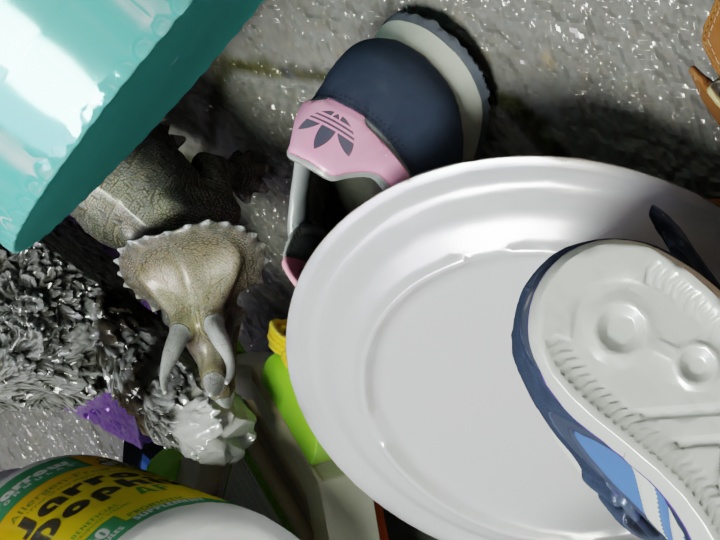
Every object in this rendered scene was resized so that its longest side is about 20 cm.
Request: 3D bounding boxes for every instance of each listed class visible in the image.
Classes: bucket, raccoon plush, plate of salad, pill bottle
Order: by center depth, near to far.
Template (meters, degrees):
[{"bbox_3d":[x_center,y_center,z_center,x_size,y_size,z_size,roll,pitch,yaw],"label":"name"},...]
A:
[{"bbox_3d":[-0.112,-0.113,0.948,0.135,0.207,0.207,41,146,1],"label":"bucket"},{"bbox_3d":[0.073,0.032,0.987,0.200,0.048,0.200,7,132,8],"label":"plate of salad"},{"bbox_3d":[-0.099,0.133,1.093,0.200,0.113,0.113,10,132,62],"label":"pill bottle"},{"bbox_3d":[-0.149,0.050,1.102,0.097,0.134,0.200,32,-171,-45],"label":"raccoon plush"}]

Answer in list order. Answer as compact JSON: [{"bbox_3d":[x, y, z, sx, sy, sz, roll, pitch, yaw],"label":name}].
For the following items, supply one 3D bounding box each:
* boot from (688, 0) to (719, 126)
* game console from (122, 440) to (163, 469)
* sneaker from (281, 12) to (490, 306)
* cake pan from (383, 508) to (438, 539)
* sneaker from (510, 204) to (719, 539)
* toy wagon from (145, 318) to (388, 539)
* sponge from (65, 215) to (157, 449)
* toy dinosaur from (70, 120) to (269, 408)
[{"bbox_3d":[0.157,-0.004,0.867,0.155,0.077,0.200,43,156,20],"label":"boot"},{"bbox_3d":[-0.079,0.200,1.292,0.118,0.171,0.200,12,139,4],"label":"game console"},{"bbox_3d":[0.000,0.000,1.031,0.070,0.082,0.200,27,141,29],"label":"sneaker"},{"bbox_3d":[0.058,0.155,1.145,0.200,0.037,0.200,29,141,27],"label":"cake pan"},{"bbox_3d":[0.128,0.070,0.878,0.200,0.081,0.146,46,179,7],"label":"sneaker"},{"bbox_3d":[-0.030,0.096,1.113,0.155,0.040,0.200,57,146,34],"label":"toy wagon"},{"bbox_3d":[-0.142,-0.017,1.219,0.111,0.030,0.200,24,139,31],"label":"sponge"},{"bbox_3d":[-0.095,-0.037,1.066,0.200,0.077,0.102,43,-173,12],"label":"toy dinosaur"}]
